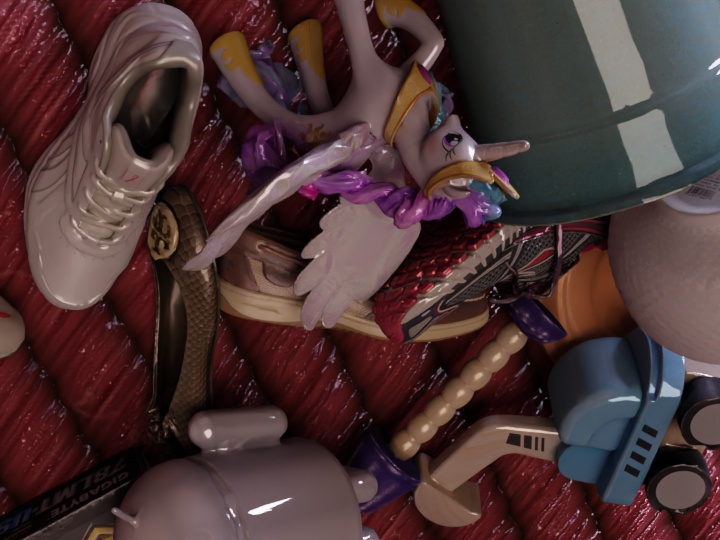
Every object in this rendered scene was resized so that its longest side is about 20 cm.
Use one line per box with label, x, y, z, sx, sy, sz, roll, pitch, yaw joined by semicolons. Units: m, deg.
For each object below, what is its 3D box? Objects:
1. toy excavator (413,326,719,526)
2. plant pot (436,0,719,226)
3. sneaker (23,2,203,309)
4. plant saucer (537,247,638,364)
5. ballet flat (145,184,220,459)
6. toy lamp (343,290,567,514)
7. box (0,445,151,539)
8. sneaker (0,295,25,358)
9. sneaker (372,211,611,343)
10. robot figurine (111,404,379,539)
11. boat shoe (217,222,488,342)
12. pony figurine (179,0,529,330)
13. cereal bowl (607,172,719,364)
toy excavator;0.153;0.116;0.927;0.199;0.100;0.195;12;122;-6
plant pot;0.132;-0.159;0.779;0.199;0.200;0.197;-25;108;-7
sneaker;-0.150;-0.061;0.765;0.077;0.099;0.201;16;105;-23
plant saucer;0.219;0.001;0.951;0.199;0.032;0.202;-7;113;-16
ballet flat;-0.122;0.041;0.836;0.046;0.067;0.201;-10;120;-23
toy lamp;0.062;0.097;0.916;0.200;0.058;0.058;-44;117;9
box;-0.198;0.254;0.904;0.199;0.050;0.199;-28;115;-6
sneaker;-0.273;-0.021;0.756;0.199;0.070;0.094;34;98;-26
sneaker;0.095;-0.008;0.837;0.199;0.080;0.075;-32;107;-25
robot figurine;-0.079;0.175;0.839;0.199;0.113;0.171;-3;89;-41
boat shoe;0.000;0.000;0.858;0.199;0.072;0.072;7;107;-17
pony figurine;-0.013;-0.075;0.752;0.193;0.201;0.166;-38;153;19
cereal bowl;0.246;-0.042;0.808;0.200;0.200;0.083;-38;126;-1
